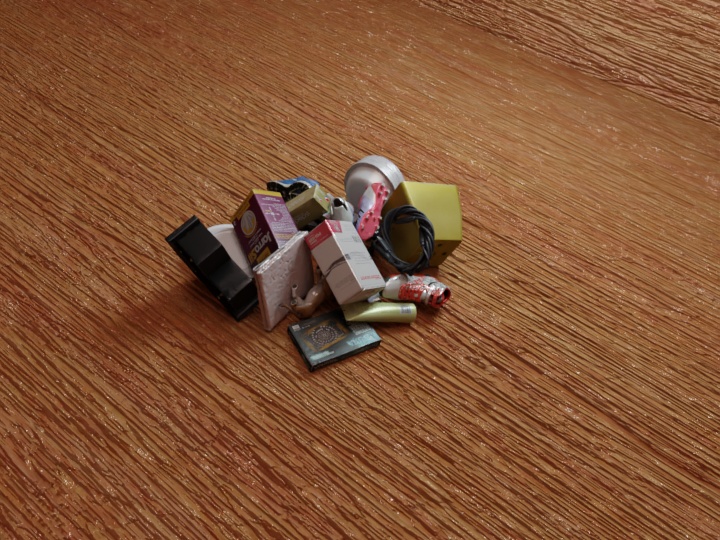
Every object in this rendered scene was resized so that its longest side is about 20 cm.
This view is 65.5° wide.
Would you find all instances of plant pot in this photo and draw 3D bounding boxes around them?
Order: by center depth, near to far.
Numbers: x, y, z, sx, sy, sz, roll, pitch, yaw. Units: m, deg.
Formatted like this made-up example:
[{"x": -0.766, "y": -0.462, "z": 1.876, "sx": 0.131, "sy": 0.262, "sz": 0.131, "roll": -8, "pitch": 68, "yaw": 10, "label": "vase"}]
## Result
[{"x": 0.182, "y": -0.120, "z": 1.622, "sx": 0.199, "sy": 0.200, "sz": 0.177, "roll": -1, "pitch": 58, "yaw": -29, "label": "plant pot"}]

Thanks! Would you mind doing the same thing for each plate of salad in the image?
[{"x": -0.359, "y": -0.043, "z": 1.534, "sx": 0.199, "sy": 0.048, "sz": 0.201, "roll": 10, "pitch": 53, "yaw": -13, "label": "plate of salad"}]

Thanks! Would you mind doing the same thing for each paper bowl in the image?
[{"x": 0.034, "y": -0.239, "z": 1.705, "sx": 0.200, "sy": 0.201, "sz": 0.104, "roll": 32, "pitch": 48, "yaw": 19, "label": "paper bowl"}]

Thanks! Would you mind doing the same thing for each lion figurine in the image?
[{"x": -0.117, "y": 0.070, "z": 1.449, "sx": 0.200, "sy": 0.123, "sz": 0.072, "roll": -34, "pitch": 47, "yaw": -19, "label": "lion figurine"}]

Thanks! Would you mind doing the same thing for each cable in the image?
[{"x": 0.129, "y": -0.079, "z": 1.492, "sx": 0.200, "sy": 0.163, "sz": 0.051, "roll": 45, "pitch": 13, "yaw": 36, "label": "cable"}]

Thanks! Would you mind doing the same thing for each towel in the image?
[{"x": -0.188, "y": 0.024, "z": 1.406, "sx": 0.032, "sy": 0.192, "sz": 0.200, "roll": 19, "pitch": 43, "yaw": 26, "label": "towel"}]

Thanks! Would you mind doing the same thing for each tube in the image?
[{"x": 0.046, "y": 0.108, "z": 1.452, "sx": 0.199, "sy": 0.058, "sz": 0.052, "roll": 3, "pitch": 82, "yaw": -22, "label": "tube"}]

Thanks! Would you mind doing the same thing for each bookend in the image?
[{"x": -0.346, "y": 0.000, "z": 1.356, "sx": 0.092, "sy": 0.199, "sz": 0.200, "roll": -42, "pitch": 73, "yaw": -14, "label": "bookend"}]

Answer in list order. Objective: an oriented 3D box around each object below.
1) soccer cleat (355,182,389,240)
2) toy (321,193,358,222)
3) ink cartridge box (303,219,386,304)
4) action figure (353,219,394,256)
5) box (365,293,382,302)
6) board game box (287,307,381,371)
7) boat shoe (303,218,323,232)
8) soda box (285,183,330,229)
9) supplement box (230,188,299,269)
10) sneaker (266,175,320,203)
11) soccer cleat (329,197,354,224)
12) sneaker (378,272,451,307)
[{"x": 0.020, "y": -0.163, "z": 1.564, "sx": 0.076, "sy": 0.067, "sz": 0.201, "roll": -4, "pitch": 53, "yaw": 40, "label": "soccer cleat"}, {"x": -0.088, "y": -0.173, "z": 1.719, "sx": 0.115, "sy": 0.047, "sz": 0.200, "roll": -14, "pitch": 43, "yaw": -37, "label": "toy"}, {"x": -0.036, "y": -0.021, "z": 1.417, "sx": 0.200, "sy": 0.085, "sz": 0.146, "roll": 60, "pitch": 24, "yaw": 13, "label": "ink cartridge box"}, {"x": -0.003, "y": -0.094, "z": 1.609, "sx": 0.199, "sy": 0.102, "sz": 0.119, "roll": -18, "pitch": 75, "yaw": -7, "label": "action figure"}, {"x": 0.000, "y": 0.000, "z": 1.515, "sx": 0.039, "sy": 0.041, "sz": 0.201, "roll": -22, "pitch": 77, "yaw": -10, "label": "box"}, {"x": -0.065, "y": 0.164, "z": 1.405, "sx": 0.199, "sy": 0.028, "sz": 0.135, "roll": -17, "pitch": 52, "yaw": -27, "label": "board game box"}, {"x": -0.168, "y": -0.157, "z": 1.682, "sx": 0.200, "sy": 0.057, "sz": 0.067, "roll": 30, "pitch": 47, "yaw": 17, "label": "boat shoe"}, {"x": -0.181, "y": -0.162, "z": 1.592, "sx": 0.064, "sy": 0.200, "sz": 0.068, "roll": 43, "pitch": 35, "yaw": -30, "label": "soda box"}, {"x": -0.250, "y": -0.099, "z": 1.507, "sx": 0.103, "sy": 0.131, "sz": 0.200, "roll": 1, "pitch": 53, "yaw": -49, "label": "supplement box"}, {"x": -0.206, "y": -0.247, "z": 1.724, "sx": 0.199, "sy": 0.079, "sz": 0.089, "roll": 6, "pitch": 22, "yaw": 35, "label": "sneaker"}, {"x": -0.054, "y": -0.177, "z": 1.581, "sx": 0.070, "sy": 0.087, "sz": 0.200, "roll": -18, "pitch": 25, "yaw": 1, "label": "soccer cleat"}, {"x": 0.153, "y": 0.056, "z": 1.494, "sx": 0.201, "sy": 0.068, "sz": 0.108, "roll": -4, "pitch": 26, "yaw": -40, "label": "sneaker"}]
